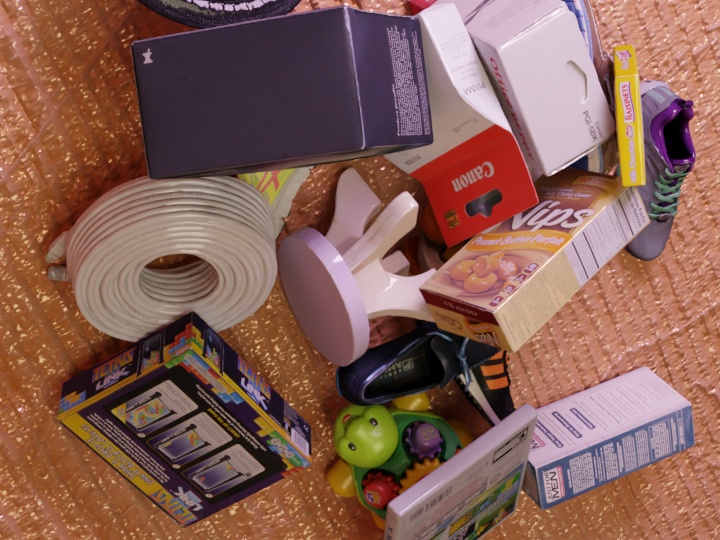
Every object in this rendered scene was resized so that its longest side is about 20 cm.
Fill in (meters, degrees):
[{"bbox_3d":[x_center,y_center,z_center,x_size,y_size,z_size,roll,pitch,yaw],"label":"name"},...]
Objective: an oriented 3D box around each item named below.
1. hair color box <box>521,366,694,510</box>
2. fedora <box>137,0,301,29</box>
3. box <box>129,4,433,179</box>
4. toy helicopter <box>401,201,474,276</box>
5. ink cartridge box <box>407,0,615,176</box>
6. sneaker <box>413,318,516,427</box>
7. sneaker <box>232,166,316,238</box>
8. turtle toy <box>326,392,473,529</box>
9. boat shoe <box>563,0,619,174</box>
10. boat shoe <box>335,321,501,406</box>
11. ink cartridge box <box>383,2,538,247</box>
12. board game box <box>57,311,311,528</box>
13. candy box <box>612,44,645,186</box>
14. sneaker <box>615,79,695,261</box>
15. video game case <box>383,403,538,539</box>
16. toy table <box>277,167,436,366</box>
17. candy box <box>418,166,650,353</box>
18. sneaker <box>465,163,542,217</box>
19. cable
[{"bbox_3d":[0.261,0.184,1.858,0.198,0.100,0.061,-19,119,-16],"label":"hair color box"},{"bbox_3d":[-0.138,-0.291,1.475,0.198,0.091,0.203,3,82,-21],"label":"fedora"},{"bbox_3d":[-0.063,-0.150,1.437,0.198,0.198,0.125,-7,92,20],"label":"box"},{"bbox_3d":[0.148,-0.018,1.720,0.199,0.133,0.079,-20,154,-35],"label":"toy helicopter"},{"bbox_3d":[0.141,-0.195,1.591,0.082,0.200,0.148,-31,120,-9],"label":"ink cartridge box"},{"bbox_3d":[0.138,0.091,1.781,0.090,0.070,0.201,-38,119,-2],"label":"sneaker"},{"bbox_3d":[-0.092,-0.117,1.590,0.090,0.078,0.202,19,102,-27],"label":"sneaker"},{"bbox_3d":[0.040,0.201,1.763,0.146,0.101,0.200,-49,121,1],"label":"turtle toy"},{"bbox_3d":[0.229,-0.192,1.715,0.072,0.072,0.202,-21,114,-37],"label":"boat shoe"},{"bbox_3d":[0.075,0.097,1.687,0.199,0.069,0.085,-27,112,-14],"label":"boat shoe"},{"bbox_3d":[0.070,-0.128,1.565,0.047,0.160,0.202,-21,87,-33],"label":"ink cartridge box"},{"bbox_3d":[-0.168,0.149,1.630,0.164,0.057,0.200,-27,128,20],"label":"board game box"},{"bbox_3d":[0.257,-0.152,1.603,0.026,0.200,0.103,-6,104,10],"label":"candy box"},{"bbox_3d":[0.316,-0.096,1.776,0.074,0.088,0.202,-12,115,-19],"label":"sneaker"},{"bbox_3d":[0.100,0.248,1.749,0.199,0.022,0.183,-33,148,-29],"label":"video game case"},{"bbox_3d":[0.000,0.000,1.633,0.117,0.200,0.185,-33,83,-16],"label":"toy table"},{"bbox_3d":[0.164,-0.015,1.576,0.200,0.115,0.056,-42,122,-22],"label":"candy box"},{"bbox_3d":[0.163,-0.061,1.689,0.199,0.074,0.086,19,77,-38],"label":"sneaker"},{"bbox_3d":[-0.174,-0.011,1.554,0.198,0.070,0.200,17,135,-32],"label":"cable"}]
